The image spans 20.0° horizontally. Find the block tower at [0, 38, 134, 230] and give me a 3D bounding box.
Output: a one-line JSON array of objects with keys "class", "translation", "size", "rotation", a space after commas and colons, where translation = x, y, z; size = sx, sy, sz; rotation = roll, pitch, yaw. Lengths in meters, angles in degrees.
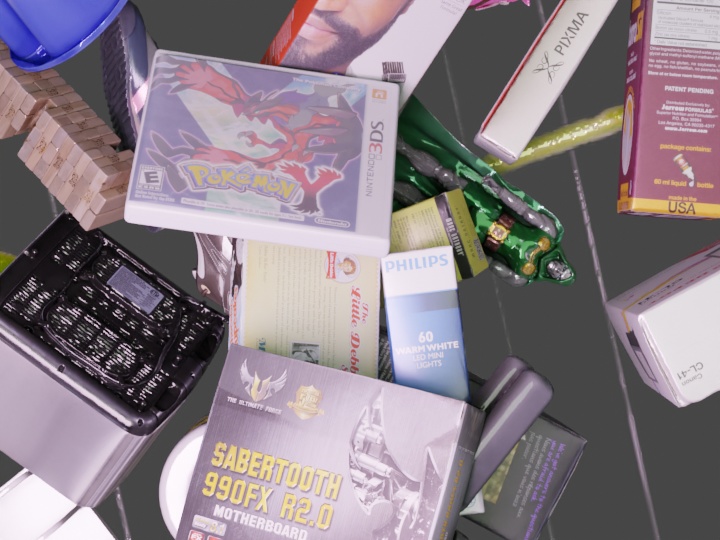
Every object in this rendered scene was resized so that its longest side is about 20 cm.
[{"class": "block tower", "translation": [-0.262, -0.124, 1.686], "size": [0.200, 0.058, 0.054], "rotation": [45, 120, 14]}]

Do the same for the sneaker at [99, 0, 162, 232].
[{"class": "sneaker", "translation": [-0.165, -0.135, 1.719], "size": [0.081, 0.070, 0.202], "rotation": [-12, 88, -25]}]

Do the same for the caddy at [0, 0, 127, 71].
[{"class": "caddy", "translation": [-0.228, -0.254, 1.660], "size": [0.105, 0.141, 0.201], "rotation": [44, 69, -35]}]

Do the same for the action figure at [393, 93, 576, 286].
[{"class": "action figure", "translation": [0.097, -0.046, 1.715], "size": [0.199, 0.055, 0.119], "rotation": [31, 99, 1]}]

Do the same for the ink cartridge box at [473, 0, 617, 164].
[{"class": "ink cartridge box", "translation": [0.163, -0.183, 1.652], "size": [0.043, 0.174, 0.201], "rotation": [32, 91, 0]}]

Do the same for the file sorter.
[{"class": "file sorter", "translation": [-0.260, 0.276, 1.688], "size": [0.138, 0.125, 0.200], "rotation": [-38, 91, 1]}]

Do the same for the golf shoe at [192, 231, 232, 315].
[{"class": "golf shoe", "translation": [-0.081, 0.015, 1.663], "size": [0.094, 0.078, 0.201], "rotation": [-23, 86, 41]}]

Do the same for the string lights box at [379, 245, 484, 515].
[{"class": "string lights box", "translation": [0.054, 0.084, 1.571], "size": [0.058, 0.103, 0.202], "rotation": [-7, 90, 2]}]

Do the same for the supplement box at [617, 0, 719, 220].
[{"class": "supplement box", "translation": [0.264, -0.144, 1.684], "size": [0.085, 0.110, 0.202], "rotation": [4, 90, 1]}]

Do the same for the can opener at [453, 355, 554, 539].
[{"class": "can opener", "translation": [0.077, 0.160, 1.502], "size": [0.067, 0.053, 0.200], "rotation": [38, 92, -32]}]

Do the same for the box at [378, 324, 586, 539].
[{"class": "box", "translation": [0.072, 0.134, 1.683], "size": [0.199, 0.122, 0.107], "rotation": [28, 90, 0]}]

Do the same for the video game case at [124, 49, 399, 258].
[{"class": "video game case", "translation": [-0.071, -0.093, 1.568], "size": [0.198, 0.183, 0.023], "rotation": [8, 135, -3]}]

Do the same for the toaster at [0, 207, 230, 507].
[{"class": "toaster", "translation": [-0.216, 0.070, 1.645], "size": [0.199, 0.181, 0.119], "rotation": [35, 126, -1]}]

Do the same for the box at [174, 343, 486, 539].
[{"class": "box", "translation": [-0.023, 0.152, 1.479], "size": [0.199, 0.048, 0.160], "rotation": [13, 83, 26]}]

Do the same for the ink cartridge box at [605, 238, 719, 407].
[{"class": "ink cartridge box", "translation": [0.287, 0.033, 1.642], "size": [0.147, 0.200, 0.086], "rotation": [-28, 91, 0]}]

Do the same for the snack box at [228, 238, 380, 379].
[{"class": "snack box", "translation": [-0.043, 0.009, 1.599], "size": [0.115, 0.037, 0.202], "rotation": [6, 78, -19]}]

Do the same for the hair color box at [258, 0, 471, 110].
[{"class": "hair color box", "translation": [-0.003, -0.184, 1.653], "size": [0.110, 0.064, 0.201], "rotation": [24, 120, -17]}]

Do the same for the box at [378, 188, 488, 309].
[{"class": "box", "translation": [0.000, 0.000, 1.689], "size": [0.199, 0.050, 0.076], "rotation": [-21, 90, 18]}]

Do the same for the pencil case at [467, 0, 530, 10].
[{"class": "pencil case", "translation": [0.043, -0.248, 1.700], "size": [0.198, 0.091, 0.094], "rotation": [-10, 126, 2]}]

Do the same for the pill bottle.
[{"class": "pill bottle", "translation": [-0.097, 0.167, 1.646], "size": [0.113, 0.200, 0.115], "rotation": [0, 91, 0]}]
